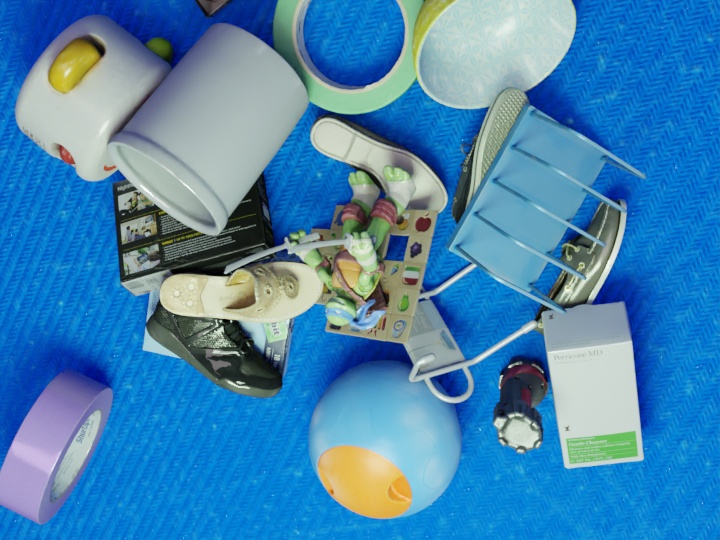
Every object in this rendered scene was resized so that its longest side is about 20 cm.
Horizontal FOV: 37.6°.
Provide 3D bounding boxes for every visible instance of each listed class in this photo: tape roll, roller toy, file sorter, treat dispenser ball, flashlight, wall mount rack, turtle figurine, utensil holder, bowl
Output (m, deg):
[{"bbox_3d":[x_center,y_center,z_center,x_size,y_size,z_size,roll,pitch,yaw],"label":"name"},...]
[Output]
[{"bbox_3d":[-0.413,0.238,1.438,0.065,0.200,0.202,24,106,3],"label":"tape roll"},{"bbox_3d":[-0.336,-0.218,1.323,0.139,0.200,0.183,37,120,-1],"label":"roller toy"},{"bbox_3d":[0.227,-0.069,1.268,0.138,0.123,0.201,25,99,-28],"label":"file sorter"},{"bbox_3d":[0.032,0.217,1.364,0.199,0.201,0.203,2,104,8],"label":"treat dispenser ball"},{"bbox_3d":[0.205,0.169,1.326,0.067,0.200,0.069,-18,102,11],"label":"flashlight"},{"bbox_3d":[0.116,0.061,1.346,0.172,0.075,0.201,-14,59,-24],"label":"wall mount rack"},{"bbox_3d":[-0.027,-0.048,1.266,0.199,0.144,0.195,28,64,-5],"label":"turtle figurine"},{"bbox_3d":[-0.181,-0.174,1.284,0.169,0.170,0.201,35,74,-1],"label":"utensil holder"},{"bbox_3d":[0.145,-0.301,1.259,0.199,0.200,0.108,-29,54,14],"label":"bowl"},{"bbox_3d":[-0.009,-0.299,1.326,0.198,0.048,0.203,2,103,8],"label":"tape roll"}]

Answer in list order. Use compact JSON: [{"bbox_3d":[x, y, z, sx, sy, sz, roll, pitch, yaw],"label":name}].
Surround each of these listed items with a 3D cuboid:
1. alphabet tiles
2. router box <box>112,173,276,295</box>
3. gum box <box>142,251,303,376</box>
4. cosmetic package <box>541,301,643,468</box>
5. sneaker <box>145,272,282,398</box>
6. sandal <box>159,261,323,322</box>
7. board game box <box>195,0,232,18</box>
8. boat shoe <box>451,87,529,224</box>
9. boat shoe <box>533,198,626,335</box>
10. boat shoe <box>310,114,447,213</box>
[{"bbox_3d":[0.000,0.000,1.344,0.199,0.008,0.169,6,78,40],"label":"alphabet tiles"},{"bbox_3d":[-0.218,-0.066,1.370,0.198,0.051,0.151,-14,66,8],"label":"router box"},{"bbox_3d":[-0.187,0.044,1.437,0.198,0.045,0.172,12,105,7],"label":"gum box"},{"bbox_3d":[0.294,0.146,1.335,0.106,0.085,0.201,-9,125,11],"label":"cosmetic package"},{"bbox_3d":[-0.176,0.081,1.382,0.199,0.076,0.115,34,113,5],"label":"sneaker"},{"bbox_3d":[-0.143,0.031,1.315,0.209,0.070,0.079,-2,95,-12],"label":"sandal"},{"bbox_3d":[-0.145,-0.421,1.330,0.199,0.023,0.105,-33,94,15],"label":"board game box"},{"bbox_3d":[0.158,-0.134,1.324,0.074,0.062,0.202,-1,116,-30],"label":"boat shoe"},{"bbox_3d":[0.278,-0.002,1.340,0.060,0.072,0.203,19,109,-1],"label":"boat shoe"},{"bbox_3d":[0.027,-0.142,1.361,0.199,0.057,0.067,30,109,-5],"label":"boat shoe"}]
